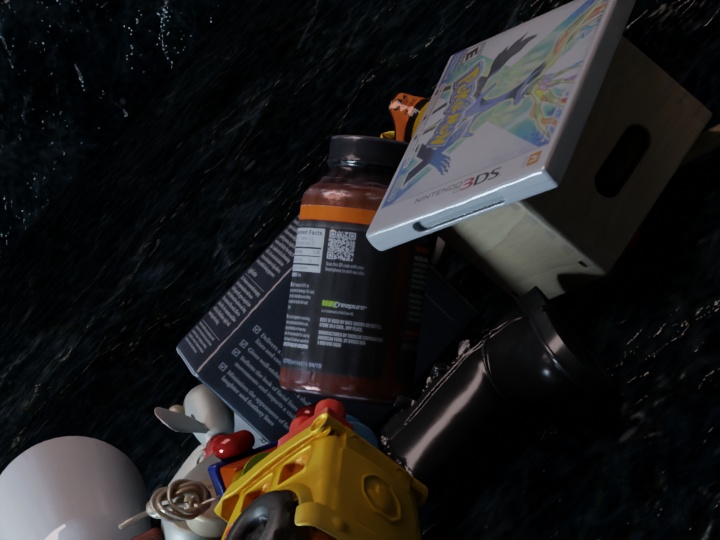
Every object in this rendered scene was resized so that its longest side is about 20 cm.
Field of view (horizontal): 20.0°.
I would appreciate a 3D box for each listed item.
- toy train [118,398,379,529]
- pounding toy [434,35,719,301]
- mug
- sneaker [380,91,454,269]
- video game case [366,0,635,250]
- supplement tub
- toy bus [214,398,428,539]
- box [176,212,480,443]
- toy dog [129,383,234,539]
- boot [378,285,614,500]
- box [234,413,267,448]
[{"bbox_3d":[-0.082,0.161,1.528,0.198,0.085,0.116,-19,-4,-12],"label":"toy train"},{"bbox_3d":[0.189,-0.079,1.540,0.201,0.142,0.184,-54,8,-18],"label":"pounding toy"},{"bbox_3d":[-0.244,0.262,1.816,0.148,0.188,0.153,-16,23,-12],"label":"mug"},{"bbox_3d":[0.055,-0.080,1.677,0.070,0.090,0.201,-52,-14,-24],"label":"sneaker"},{"bbox_3d":[0.103,-0.113,1.492,0.182,0.022,0.201,-20,34,44],"label":"video game case"},{"bbox_3d":[0.000,0.000,1.575,0.107,0.106,0.202,-178,96,-68],"label":"supplement tub"},{"bbox_3d":[-0.050,0.189,1.411,0.200,0.135,0.193,-38,29,30],"label":"toy bus"},{"bbox_3d":[-0.029,0.050,1.696,0.200,0.148,0.107,-46,17,-2],"label":"box"},{"bbox_3d":[-0.146,0.179,1.683,0.095,0.133,0.200,-3,18,-6],"label":"toy dog"},{"bbox_3d":[0.090,0.096,1.442,0.162,0.073,0.198,-43,11,5],"label":"boot"},{"bbox_3d":[-0.065,0.073,1.880,0.116,0.060,0.201,-37,20,29],"label":"box"}]
